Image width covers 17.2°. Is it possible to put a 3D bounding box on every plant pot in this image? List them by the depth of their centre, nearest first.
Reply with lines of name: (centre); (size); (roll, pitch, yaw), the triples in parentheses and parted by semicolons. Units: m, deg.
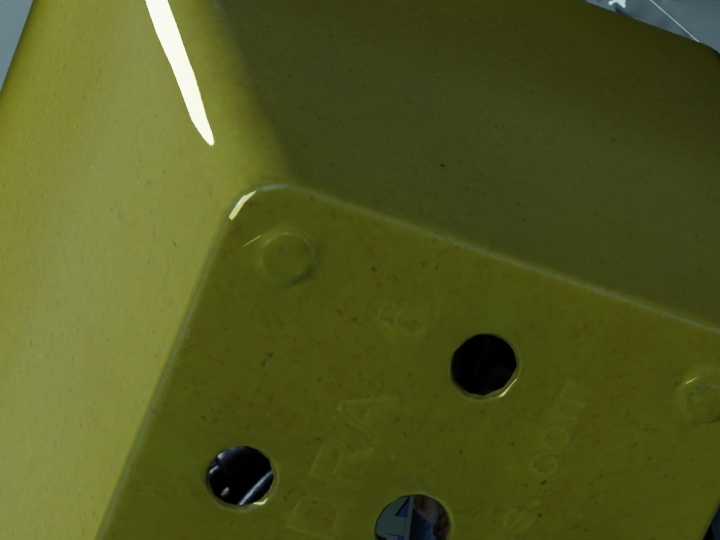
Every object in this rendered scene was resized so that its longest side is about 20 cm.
plant pot: (-0.002, 0.028, 0.611); (0.200, 0.176, 0.200); (18, 107, -17)

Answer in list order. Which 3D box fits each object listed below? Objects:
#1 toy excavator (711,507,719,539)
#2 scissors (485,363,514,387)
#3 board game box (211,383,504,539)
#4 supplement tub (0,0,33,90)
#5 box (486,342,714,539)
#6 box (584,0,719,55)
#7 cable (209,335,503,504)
toy excavator: (0.145, 0.089, 0.678); (0.200, 0.100, 0.195); (-2, 113, 57)
scissors: (0.000, 0.000, 0.806); (0.200, 0.014, 0.073); (4, 89, 24)
board game box: (-0.017, 0.098, 0.794); (0.200, 0.029, 0.135); (5, 90, 29)
supplement tub: (-0.085, -0.111, 0.760); (0.140, 0.200, 0.141); (2, 121, 3)
box: (0.024, 0.016, 0.826); (0.193, 0.047, 0.200); (-14, 79, 26)
box: (0.188, -0.061, 0.714); (0.200, 0.079, 0.141); (44, 93, 17)
cable: (-0.040, 0.019, 0.768); (0.200, 0.051, 0.163); (-10, 59, 21)
